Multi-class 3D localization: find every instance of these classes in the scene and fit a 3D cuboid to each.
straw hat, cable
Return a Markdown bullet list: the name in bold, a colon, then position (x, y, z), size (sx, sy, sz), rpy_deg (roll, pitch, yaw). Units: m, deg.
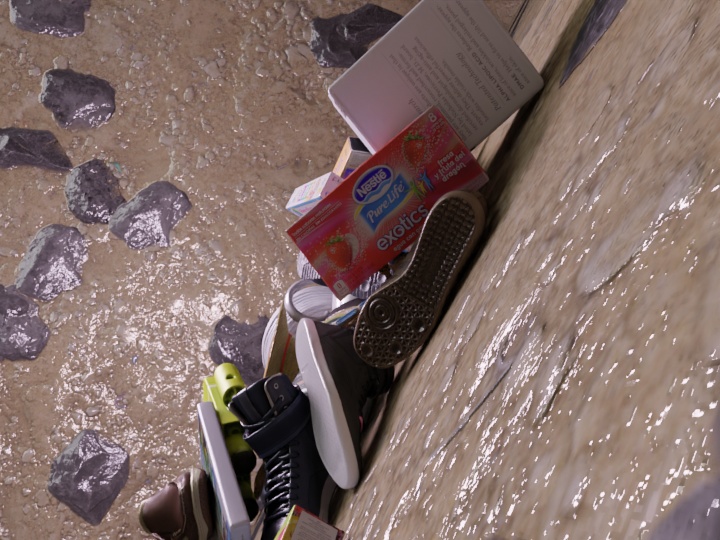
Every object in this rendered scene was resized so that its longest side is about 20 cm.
- **straw hat**: position (-0.101, 0.146, 1.029), size (0.201, 0.083, 0.205), rpy_deg (-167, 90, -84)
- **cable**: position (-0.075, 0.131, 1.184), size (0.198, 0.202, 0.069), rpy_deg (-34, 33, -7)

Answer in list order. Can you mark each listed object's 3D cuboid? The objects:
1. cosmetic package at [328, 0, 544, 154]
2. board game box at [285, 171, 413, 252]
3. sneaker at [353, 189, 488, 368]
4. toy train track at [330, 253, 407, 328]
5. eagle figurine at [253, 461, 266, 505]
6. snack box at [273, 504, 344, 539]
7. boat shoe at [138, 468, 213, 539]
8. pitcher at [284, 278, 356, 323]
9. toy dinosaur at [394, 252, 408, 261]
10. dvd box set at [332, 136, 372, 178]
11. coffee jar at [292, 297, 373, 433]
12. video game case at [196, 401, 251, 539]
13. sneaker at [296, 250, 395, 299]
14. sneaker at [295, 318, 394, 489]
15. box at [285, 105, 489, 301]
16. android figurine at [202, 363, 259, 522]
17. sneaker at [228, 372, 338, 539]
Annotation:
- **cosmetic package**: position (0.084, -0.217, 0.836), size (0.199, 0.166, 0.165), rpy_deg (-41, 6, 6)
- **board game box**: position (-0.017, -0.071, 0.904), size (0.035, 0.133, 0.200), rpy_deg (-62, 17, -8)
- **sneaker**: position (0.067, 0.011, 0.668), size (0.202, 0.070, 0.075), rpy_deg (-57, -15, 23)
- **toy train track**: position (0.019, 0.021, 0.780), size (0.198, 0.033, 0.115), rpy_deg (-36, -27, 6)
- **eagle figurine**: position (-0.098, 0.241, 0.930), size (0.151, 0.151, 0.201), rpy_deg (-38, -24, -16)
- **snack box**: position (-0.087, 0.301, 0.510), size (0.202, 0.052, 0.143), rpy_deg (-63, -1, 24)
- **boat shoe**: position (-0.207, 0.273, 0.753), size (0.203, 0.073, 0.076), rpy_deg (119, 140, -58)
- **pitcher**: position (-0.011, 0.028, 1.033), size (0.121, 0.170, 0.202), rpy_deg (-46, 14, 53)
- **toy dinosaur**: position (0.098, -0.055, 0.920), size (0.103, 0.076, 0.203), rpy_deg (89, -159, -67)
- **dvd box set**: position (0.017, -0.115, 1.022), size (0.201, 0.143, 0.030), rpy_deg (120, 144, -50)
- **coffee jar**: position (-0.019, 0.119, 0.850), size (0.103, 0.086, 0.201), rpy_deg (-25, 21, 31)
- **video game case**: position (-0.144, 0.272, 0.721), size (0.200, 0.022, 0.186), rpy_deg (-132, 40, -59)
- **sneaker**: position (0.000, 0.000, 0.902), size (0.198, 0.081, 0.072), rpy_deg (18, 92, 50)
- **sneaker**: position (-0.002, 0.126, 0.694), size (0.202, 0.097, 0.072), rpy_deg (-111, 30, -47)
- **box**: position (0.029, -0.073, 0.727), size (0.199, 0.095, 0.103), rpy_deg (-39, 5, 10)
- **android figurine**: position (-0.158, 0.205, 0.820), size (0.200, 0.040, 0.186), rpy_deg (-141, 48, -64)
- **sneaker**: position (-0.088, 0.195, 0.677), size (0.076, 0.147, 0.203), rpy_deg (-29, 15, 22)
